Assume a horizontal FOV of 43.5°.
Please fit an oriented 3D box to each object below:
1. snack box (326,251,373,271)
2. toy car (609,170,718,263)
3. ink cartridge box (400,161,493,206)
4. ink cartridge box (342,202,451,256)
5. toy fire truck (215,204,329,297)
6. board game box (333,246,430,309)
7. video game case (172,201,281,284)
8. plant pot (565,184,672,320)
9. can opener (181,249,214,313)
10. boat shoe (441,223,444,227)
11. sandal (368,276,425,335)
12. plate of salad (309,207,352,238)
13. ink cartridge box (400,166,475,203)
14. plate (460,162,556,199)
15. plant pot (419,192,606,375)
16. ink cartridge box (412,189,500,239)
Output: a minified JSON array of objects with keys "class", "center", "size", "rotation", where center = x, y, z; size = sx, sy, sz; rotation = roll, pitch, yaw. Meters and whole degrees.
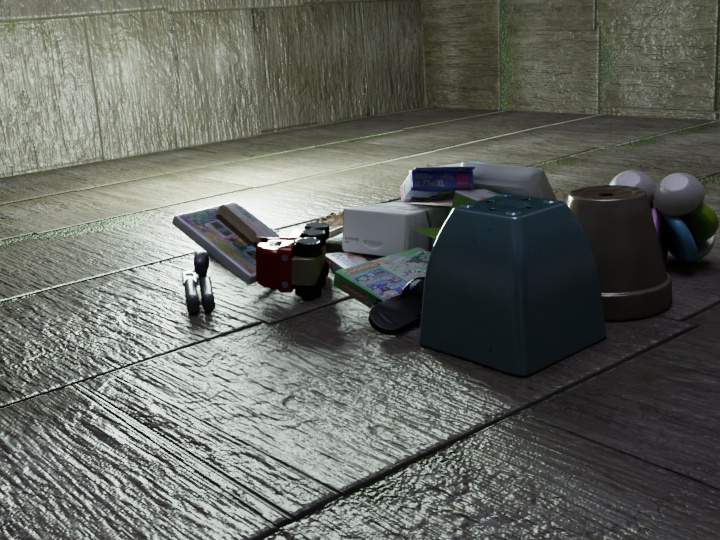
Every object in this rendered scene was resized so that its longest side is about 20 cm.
[{"class":"snack box","center":[0.000,0.000,1.628],"size":[0.071,0.025,0.200],"rotation":[-6,16,-20]},{"class":"toy car","center":[0.508,-0.069,1.558],"size":[0.199,0.176,0.151],"rotation":[9,55,36]},{"class":"ink cartridge box","center":[0.197,-0.155,1.936],"size":[0.198,0.127,0.128],"rotation":[-10,17,-20]},{"class":"ink cartridge box","center":[0.076,-0.082,1.744],"size":[0.144,0.085,0.199],"rotation":[7,11,31]},{"class":"toy fire truck","center":[-0.159,-0.040,1.588],"size":[0.198,0.130,0.176],"rotation":[2,17,4]},{"class":"board game box","center":[0.073,0.016,1.501],"size":[0.199,0.029,0.134],"rotation":[-16,32,-38]},{"class":"video game case","center":[-0.225,-0.056,1.694],"size":[0.199,0.024,0.182],"rotation":[37,28,18]},{"class":"plant pot","center":[0.379,-0.036,1.396],"size":[0.198,0.175,0.200],"rotation":[-5,15,1]},{"class":"can opener","center":[-0.285,0.020,1.573],"size":[0.052,0.067,0.200],"rotation":[-6,21,-11]},{"class":"boat shoe","center":[0.185,-0.027,1.645],"size":[0.072,0.064,0.201],"rotation":[7,20,-16]},{"class":"sandal","center":[0.093,0.042,1.385],"size":[0.075,0.045,0.199],"rotation":[36,40,27]},{"class":"plate of salad","center":[-0.049,-0.098,1.861],"size":[0.198,0.048,0.200],"rotation":[-22,4,2]},{"class":"ink cartridge box","center":[0.147,-0.163,1.738],"size":[0.118,0.042,0.200],"rotation":[0,-8,-5]},{"class":"plate","center":[0.298,-0.121,1.743],"size":[0.199,0.200,0.032],"rotation":[13,57,45]},{"class":"plant pot","center":[0.210,0.003,1.251],"size":[0.195,0.202,0.195],"rotation":[-16,20,-39]},{"class":"ink cartridge box","center":[0.215,-0.087,1.616],"size":[0.199,0.077,0.147],"rotation":[-5,25,-45]}]
